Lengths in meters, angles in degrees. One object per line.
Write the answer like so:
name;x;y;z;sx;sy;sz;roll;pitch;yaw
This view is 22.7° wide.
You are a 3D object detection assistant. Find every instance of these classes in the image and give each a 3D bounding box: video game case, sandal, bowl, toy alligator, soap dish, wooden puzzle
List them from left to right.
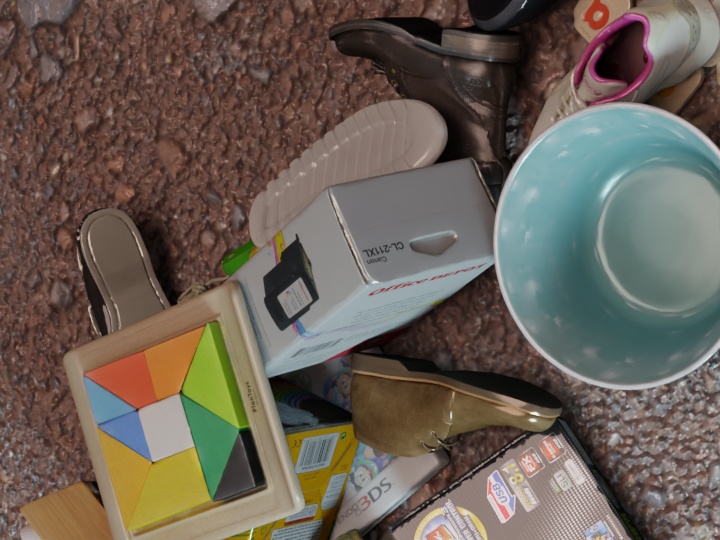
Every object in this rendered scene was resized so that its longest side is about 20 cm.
soap dish;-0.187;0.270;1.549;0.081;0.157;0.200;-46;66;8
wooden puzzle;-0.147;0.125;1.406;0.199;0.037;0.186;-24;79;31
toy alligator;-0.072;-0.011;1.522;0.054;0.059;0.200;41;120;-19
video game case;-0.040;0.131;1.518;0.182;0.024;0.200;-43;68;27
sandal;-0.006;-0.074;1.425;0.202;0.050;0.083;-26;58;33
bowl;0.206;-0.020;1.295;0.200;0.105;0.202;3;96;31

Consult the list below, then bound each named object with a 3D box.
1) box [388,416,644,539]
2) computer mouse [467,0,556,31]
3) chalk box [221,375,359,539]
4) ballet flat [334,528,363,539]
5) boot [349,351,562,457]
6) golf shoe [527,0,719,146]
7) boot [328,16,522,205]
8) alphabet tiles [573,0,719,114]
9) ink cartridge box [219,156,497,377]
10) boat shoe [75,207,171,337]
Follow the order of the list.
box;0.139;0.236;1.360;0.160;0.044;0.201;-35;71;10
computer mouse;0.148;-0.268;1.356;0.138;0.053;0.201;41;109;55
chalk box;-0.120;0.145;1.485;0.199;0.125;0.125;23;103;32
ballet flat;0.053;0.274;1.435;0.200;0.071;0.071;32;108;19
boot;0.072;0.113;1.394;0.199;0.073;0.076;7;89;43
golf shoe;0.174;-0.132;1.319;0.075;0.091;0.200;53;128;19
boot;0.049;-0.111;1.430;0.199;0.069;0.175;14;107;40
alphabet tiles;0.248;-0.221;1.315;0.200;0.015;0.196;49;122;23
ink cartridge box;0.000;0.000;1.377;0.200;0.145;0.083;-40;69;51
boat shoe;-0.207;0.042;1.606;0.201;0.074;0.060;69;165;-6
